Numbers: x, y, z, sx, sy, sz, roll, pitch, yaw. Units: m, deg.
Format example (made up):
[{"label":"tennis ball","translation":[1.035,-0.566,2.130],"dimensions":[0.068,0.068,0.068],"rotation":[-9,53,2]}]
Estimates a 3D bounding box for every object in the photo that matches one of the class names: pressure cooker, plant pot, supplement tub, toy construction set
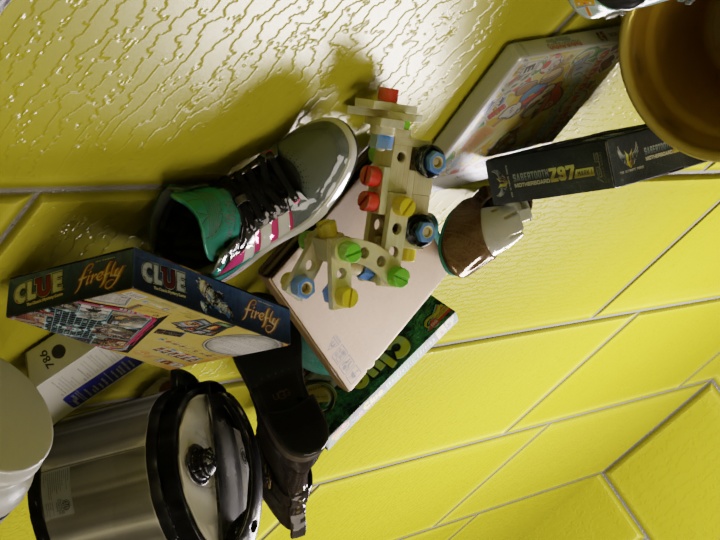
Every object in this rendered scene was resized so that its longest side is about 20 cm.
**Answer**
[{"label":"pressure cooker","translation":[-0.181,0.201,1.543],"dimensions":[0.199,0.177,0.179],"rotation":[-16,-159,20]},{"label":"plant pot","translation":[0.363,-0.217,1.588],"dimensions":[0.201,0.201,0.189],"rotation":[-45,173,29]},{"label":"supplement tub","translation":[-0.355,0.171,1.386],"dimensions":[0.140,0.141,0.200],"rotation":[-7,146,-53]},{"label":"toy construction set","translation":[0.010,-0.064,1.463],"dimensions":[0.130,0.092,0.201],"rotation":[4,111,-35]}]

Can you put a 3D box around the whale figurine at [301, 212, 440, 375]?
[{"label":"whale figurine","translation":[0.009,0.027,1.688],"dimensions":[0.199,0.104,0.159],"rotation":[-36,166,-5]}]

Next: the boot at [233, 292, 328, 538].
[{"label":"boot","translation":[-0.089,0.143,1.641],"dimensions":[0.069,0.201,0.174],"rotation":[-12,152,-16]}]

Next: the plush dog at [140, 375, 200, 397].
[{"label":"plush dog","translation":[-0.204,0.230,1.718],"dimensions":[0.199,0.172,0.161],"rotation":[-32,161,-10]}]

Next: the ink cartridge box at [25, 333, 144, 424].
[{"label":"ink cartridge box","translation":[-0.227,0.067,1.505],"dimensions":[0.199,0.039,0.100],"rotation":[-35,161,-4]}]

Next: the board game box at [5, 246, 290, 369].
[{"label":"board game box","translation":[-0.169,0.034,1.373],"dimensions":[0.135,0.035,0.200],"rotation":[-13,158,31]}]

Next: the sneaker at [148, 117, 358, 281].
[{"label":"sneaker","translation":[-0.099,-0.055,1.372],"dimensions":[0.200,0.084,0.121],"rotation":[-40,169,19]}]

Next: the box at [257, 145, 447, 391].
[{"label":"box","translation":[0.000,0.000,1.572],"dimensions":[0.164,0.021,0.200],"rotation":[-50,141,-14]}]

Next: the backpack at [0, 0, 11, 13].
[{"label":"backpack","translation":[-0.236,-0.176,0.794],"dimensions":[0.166,0.127,0.200],"rotation":[3,141,-42]}]

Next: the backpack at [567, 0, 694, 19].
[{"label":"backpack","translation":[0.216,-0.281,1.213],"dimensions":[0.199,0.177,0.153],"rotation":[-22,174,-34]}]

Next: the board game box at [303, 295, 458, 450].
[{"label":"board game box","translation":[-0.003,0.087,1.746],"dimensions":[0.200,0.105,0.024],"rotation":[-44,149,-20]}]

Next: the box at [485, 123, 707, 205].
[{"label":"box","translation":[0.245,-0.112,1.661],"dimensions":[0.199,0.051,0.157],"rotation":[-15,-175,-42]}]

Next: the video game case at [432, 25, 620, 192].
[{"label":"video game case","translation":[0.155,-0.154,1.628],"dimensions":[0.181,0.023,0.200],"rotation":[-16,153,-43]}]

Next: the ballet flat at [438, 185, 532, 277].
[{"label":"ballet flat","translation":[0.135,-0.047,1.694],"dimensions":[0.072,0.068,0.200],"rotation":[-13,-170,21]}]
